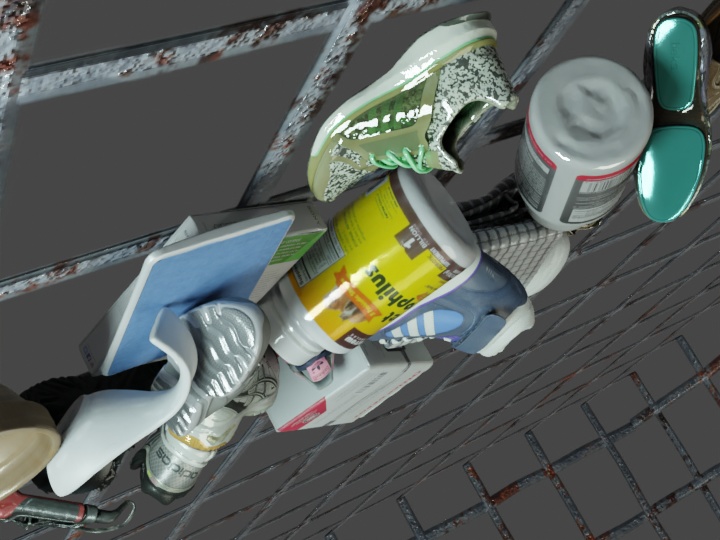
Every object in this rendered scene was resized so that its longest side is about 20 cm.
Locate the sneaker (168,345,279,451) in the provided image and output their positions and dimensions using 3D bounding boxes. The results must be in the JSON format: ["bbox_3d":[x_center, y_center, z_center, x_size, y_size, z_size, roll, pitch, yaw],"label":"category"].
[{"bbox_3d":[-0.121,0.099,1.196,0.200,0.075,0.089,-55,164,-66],"label":"sneaker"}]

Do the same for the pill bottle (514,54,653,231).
[{"bbox_3d":[0.203,-0.108,1.133,0.110,0.112,0.200,-28,164,-8],"label":"pill bottle"}]

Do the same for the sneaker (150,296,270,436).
[{"bbox_3d":[-0.118,0.067,1.013,0.082,0.075,0.200,-35,175,-35],"label":"sneaker"}]

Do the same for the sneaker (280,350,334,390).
[{"bbox_3d":[-0.056,0.068,1.244,0.070,0.083,0.200,-29,164,-1],"label":"sneaker"}]

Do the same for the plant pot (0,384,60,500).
[{"bbox_3d":[-0.337,0.133,0.917,0.199,0.093,0.201,-28,164,-8],"label":"plant pot"}]

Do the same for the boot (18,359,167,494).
[{"bbox_3d":[-0.277,0.166,1.148,0.199,0.077,0.168,-21,158,-51],"label":"boot"}]

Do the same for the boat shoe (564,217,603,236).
[{"bbox_3d":[0.231,-0.073,1.354,0.074,0.074,0.200,-28,163,-7],"label":"boat shoe"}]

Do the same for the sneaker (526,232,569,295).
[{"bbox_3d":[0.162,0.014,1.488,0.199,0.074,0.115,-39,165,29],"label":"sneaker"}]

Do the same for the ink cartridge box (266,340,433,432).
[{"bbox_3d":[-0.018,0.118,1.455,0.145,0.084,0.199,-37,163,19],"label":"ink cartridge box"}]

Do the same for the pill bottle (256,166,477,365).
[{"bbox_3d":[0.000,0.000,1.093,0.199,0.110,0.109,-36,163,17],"label":"pill bottle"}]

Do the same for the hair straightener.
[{"bbox_3d":[-0.316,0.225,1.163,0.197,0.042,0.077,5,159,-6],"label":"hair straightener"}]

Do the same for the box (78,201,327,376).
[{"bbox_3d":[-0.136,0.015,1.035,0.143,0.037,0.200,-11,156,-49],"label":"box"}]

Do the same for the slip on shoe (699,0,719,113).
[{"bbox_3d":[0.332,-0.204,1.144,0.200,0.076,0.060,-46,163,33],"label":"slip on shoe"}]

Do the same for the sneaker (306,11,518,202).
[{"bbox_3d":[0.038,-0.101,0.901,0.200,0.089,0.076,-41,161,31],"label":"sneaker"}]

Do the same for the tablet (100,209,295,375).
[{"bbox_3d":[-0.134,0.020,0.966,0.129,0.014,0.200,-20,159,-32],"label":"tablet"}]

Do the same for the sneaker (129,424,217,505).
[{"bbox_3d":[-0.197,0.185,1.244,0.088,0.073,0.200,-54,-168,0],"label":"sneaker"}]

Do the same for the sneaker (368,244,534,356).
[{"bbox_3d":[0.075,0.053,1.192,0.199,0.081,0.146,-25,127,33],"label":"sneaker"}]

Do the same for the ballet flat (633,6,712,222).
[{"bbox_3d":[0.295,-0.147,1.122,0.071,0.072,0.203,-19,119,-34],"label":"ballet flat"}]

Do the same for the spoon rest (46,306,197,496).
[{"bbox_3d":[-0.193,0.114,0.979,0.200,0.060,0.100,-45,-160,32],"label":"spoon rest"}]

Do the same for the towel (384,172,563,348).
[{"bbox_3d":[0.103,-0.009,1.297,0.164,0.086,0.201,-15,153,-23],"label":"towel"}]
